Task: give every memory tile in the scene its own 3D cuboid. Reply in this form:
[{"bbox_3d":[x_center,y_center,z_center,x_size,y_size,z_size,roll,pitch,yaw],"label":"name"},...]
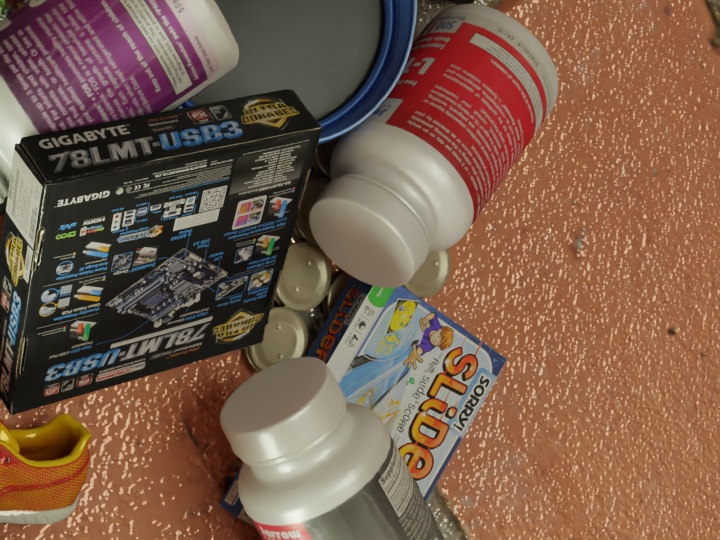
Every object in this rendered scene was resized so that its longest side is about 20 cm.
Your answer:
[{"bbox_3d":[0.000,0.000,1.449,0.153,0.017,0.201,25,78,-32],"label":"memory tile"}]

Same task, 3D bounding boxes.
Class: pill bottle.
[{"bbox_3d":[-0.015,0.161,1.338,0.111,0.110,0.201,-41,118,-26],"label":"pill bottle"},{"bbox_3d":[0.049,-0.086,1.398,0.112,0.112,0.200,52,55,-24],"label":"pill bottle"},{"bbox_3d":[-0.185,-0.122,1.243,0.200,0.112,0.113,-35,112,-8],"label":"pill bottle"}]

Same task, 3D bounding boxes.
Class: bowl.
[{"bbox_3d":[-0.061,-0.180,1.349,0.199,0.039,0.202,1,85,-13],"label":"bowl"}]

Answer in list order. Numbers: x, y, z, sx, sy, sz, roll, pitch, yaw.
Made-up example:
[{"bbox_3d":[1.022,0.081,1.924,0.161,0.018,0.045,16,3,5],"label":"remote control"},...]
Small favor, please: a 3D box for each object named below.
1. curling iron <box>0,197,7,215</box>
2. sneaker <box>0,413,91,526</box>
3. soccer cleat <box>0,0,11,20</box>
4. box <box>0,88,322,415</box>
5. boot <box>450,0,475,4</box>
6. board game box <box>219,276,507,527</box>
[{"bbox_3d":[-0.248,-0.022,1.271,0.049,0.026,0.200,34,64,9],"label":"curling iron"},{"bbox_3d":[-0.260,0.125,1.239,0.199,0.073,0.078,-10,123,-43],"label":"sneaker"},{"bbox_3d":[-0.266,-0.133,1.164,0.081,0.068,0.201,25,80,1],"label":"soccer cleat"},{"bbox_3d":[-0.136,-0.013,1.273,0.199,0.050,0.199,-15,141,-31],"label":"box"},{"bbox_3d":[0.040,-0.277,1.425,0.077,0.138,0.200,-44,161,1],"label":"boot"},{"bbox_3d":[0.004,0.115,1.426,0.135,0.034,0.201,33,83,-31],"label":"board game box"}]
